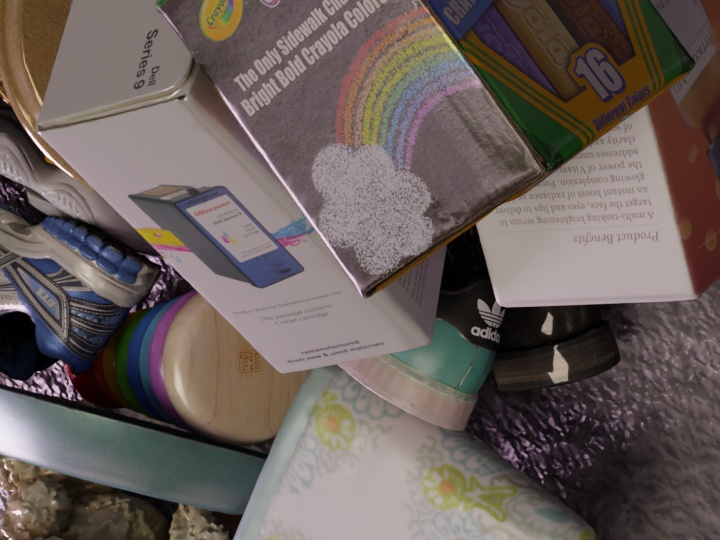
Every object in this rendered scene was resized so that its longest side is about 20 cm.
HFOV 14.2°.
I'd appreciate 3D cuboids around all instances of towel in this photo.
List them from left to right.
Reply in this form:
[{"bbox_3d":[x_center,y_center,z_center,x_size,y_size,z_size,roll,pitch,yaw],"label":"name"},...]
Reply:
[{"bbox_3d":[0.014,0.162,1.454,0.171,0.048,0.200,34,117,22],"label":"towel"}]

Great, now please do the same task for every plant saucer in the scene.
[{"bbox_3d":[-0.127,0.095,1.537,0.200,0.200,0.036,14,87,30],"label":"plant saucer"}]

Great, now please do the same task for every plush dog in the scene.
[{"bbox_3d":[-0.168,0.188,1.634,0.200,0.172,0.161,30,127,19],"label":"plush dog"}]

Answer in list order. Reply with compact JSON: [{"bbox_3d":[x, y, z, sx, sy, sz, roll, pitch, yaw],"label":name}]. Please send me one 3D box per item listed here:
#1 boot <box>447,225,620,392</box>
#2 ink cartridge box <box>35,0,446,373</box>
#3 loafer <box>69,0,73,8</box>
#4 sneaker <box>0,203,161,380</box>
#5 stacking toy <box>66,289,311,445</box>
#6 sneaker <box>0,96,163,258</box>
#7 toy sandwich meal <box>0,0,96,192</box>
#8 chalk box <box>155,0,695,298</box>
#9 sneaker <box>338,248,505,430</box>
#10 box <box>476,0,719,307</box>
[{"bbox_3d":[0.042,-0.027,1.456,0.200,0.069,0.174,-8,101,37],"label":"boot"},{"bbox_3d":[-0.042,-0.070,1.303,0.087,0.145,0.200,-11,141,30],"label":"ink cartridge box"},{"bbox_3d":[-0.042,-0.145,1.406,0.073,0.200,0.071,95,169,-69],"label":"loafer"},{"bbox_3d":[-0.192,0.012,1.580,0.077,0.085,0.200,30,170,-31],"label":"sneaker"},{"bbox_3d":[-0.104,0.046,1.556,0.200,0.085,0.085,1,115,62],"label":"stacking toy"},{"bbox_3d":[-0.153,-0.091,1.543,0.200,0.114,0.075,33,171,-25],"label":"sneaker"},{"bbox_3d":[-0.099,-0.122,1.466,0.205,0.070,0.205,0,90,-5],"label":"toy sandwich meal"},{"bbox_3d":[0.013,-0.116,1.183,0.124,0.124,0.200,-35,89,44],"label":"chalk box"},{"bbox_3d":[0.000,0.000,1.420,0.200,0.071,0.080,35,101,40],"label":"sneaker"},{"bbox_3d":[0.118,-0.104,1.295,0.106,0.152,0.200,-3,111,37],"label":"box"}]
